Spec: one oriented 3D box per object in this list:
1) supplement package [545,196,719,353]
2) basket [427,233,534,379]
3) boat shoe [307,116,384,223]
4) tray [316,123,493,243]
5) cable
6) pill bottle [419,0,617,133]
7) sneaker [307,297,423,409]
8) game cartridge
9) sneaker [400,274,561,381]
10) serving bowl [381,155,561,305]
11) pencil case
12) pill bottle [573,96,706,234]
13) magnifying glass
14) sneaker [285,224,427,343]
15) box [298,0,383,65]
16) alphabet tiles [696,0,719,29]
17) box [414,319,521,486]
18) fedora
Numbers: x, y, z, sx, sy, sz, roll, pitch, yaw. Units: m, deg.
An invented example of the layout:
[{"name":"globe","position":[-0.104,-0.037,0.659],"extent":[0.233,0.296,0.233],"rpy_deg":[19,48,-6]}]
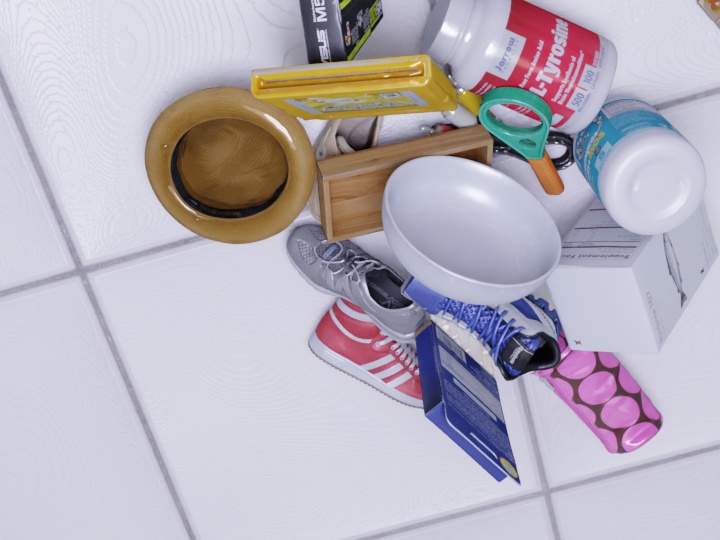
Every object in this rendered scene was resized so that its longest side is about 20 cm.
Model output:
[{"name":"supplement package","position":[0.313,-0.011,1.237],"extent":[0.116,0.200,0.118],"rpy_deg":[0,125,42]},{"name":"basket","position":[0.137,0.025,1.298],"extent":[0.134,0.124,0.202],"rpy_deg":[-10,115,2]},{"name":"boat shoe","position":[-0.015,-0.138,1.245],"extent":[0.071,0.065,0.202],"rpy_deg":[16,113,-11]},{"name":"tray","position":[0.051,-0.100,1.231],"extent":[0.197,0.037,0.099],"rpy_deg":[-14,136,-10]},{"name":"cable","position":[0.160,-0.148,1.260],"extent":[0.198,0.050,0.098],"rpy_deg":[25,110,-14]},{"name":"pill bottle","position":[0.171,-0.237,1.186],"extent":[0.198,0.113,0.113],"rpy_deg":[20,112,-12]},{"name":"sneaker","position":[0.045,0.092,1.353],"extent":[0.198,0.071,0.113],"rpy_deg":[25,114,-12]},{"name":"game cartridge","position":[0.001,-0.179,1.091],"extent":[0.174,0.200,0.033],"rpy_deg":[-2,89,13]},{"name":"sneaker","position":[0.147,0.052,1.179],"extent":[0.198,0.115,0.081],"rpy_deg":[27,110,-14]},{"name":"serving bowl","position":[0.110,-0.033,1.150],"extent":[0.198,0.201,0.066],"rpy_deg":[15,132,-10]},{"name":"pencil case","position":[0.302,0.155,1.390],"extent":[0.200,0.090,0.094],"rpy_deg":[45,70,-18]},{"name":"pill bottle","position":[0.300,-0.126,1.197],"extent":[0.109,0.201,0.112],"rpy_deg":[-1,114,-2]},{"name":"magnifying glass","position":[0.192,-0.142,1.220],"extent":[0.079,0.023,0.200],"rpy_deg":[3,156,29]},{"name":"sneaker","position":[0.000,0.000,1.270],"extent":[0.199,0.075,0.082],"rpy_deg":[33,156,11]},{"name":"box","position":[-0.025,-0.324,1.085],"extent":[0.047,0.201,0.195],"rpy_deg":[0,117,13]},{"name":"alphabet tiles","position":[0.462,-0.340,1.215],"extent":[0.200,0.006,0.166],"rpy_deg":[41,106,-20]},{"name":"box","position":[0.114,0.148,1.176],"extent":[0.032,0.201,0.121],"rpy_deg":[-41,111,17]},{"name":"fedora","position":[-0.143,-0.129,1.231],"extent":[0.198,0.082,0.203],"rpy_deg":[4,119,7]}]
